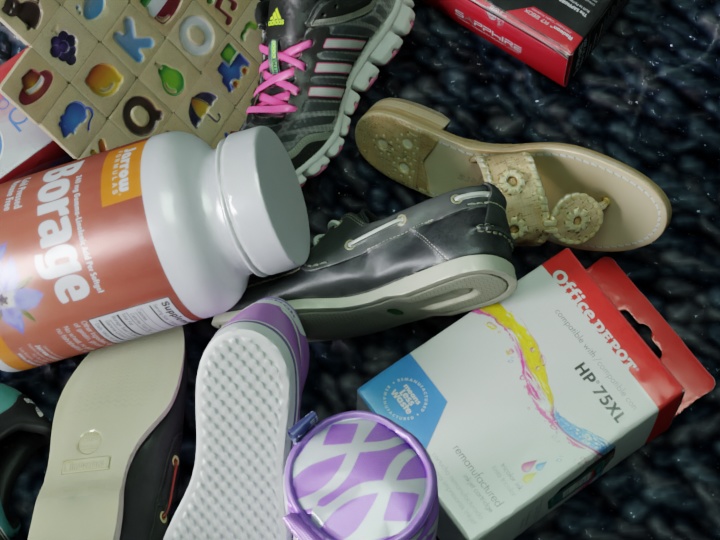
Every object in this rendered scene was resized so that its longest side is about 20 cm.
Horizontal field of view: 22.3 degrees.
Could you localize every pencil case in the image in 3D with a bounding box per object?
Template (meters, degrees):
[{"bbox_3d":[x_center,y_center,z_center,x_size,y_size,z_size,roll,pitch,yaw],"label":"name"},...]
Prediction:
[{"bbox_3d":[-0.002,0.154,0.987,0.084,0.200,0.086,34,65,21],"label":"pencil case"}]

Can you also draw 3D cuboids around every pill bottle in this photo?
[{"bbox_3d":[-0.136,-0.017,1.079,0.199,0.112,0.113,-16,66,14],"label":"pill bottle"}]

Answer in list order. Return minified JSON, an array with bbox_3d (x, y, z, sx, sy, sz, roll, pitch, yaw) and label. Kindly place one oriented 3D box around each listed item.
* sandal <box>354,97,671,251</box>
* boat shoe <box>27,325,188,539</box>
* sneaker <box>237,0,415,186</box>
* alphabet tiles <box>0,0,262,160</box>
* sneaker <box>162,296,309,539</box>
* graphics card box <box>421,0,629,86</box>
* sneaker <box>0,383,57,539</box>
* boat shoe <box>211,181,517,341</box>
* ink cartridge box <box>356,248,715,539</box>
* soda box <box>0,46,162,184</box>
[{"bbox_3d":[0.080,-0.041,1.124,0.211,0.078,0.070,21,47,23],"label":"sandal"},{"bbox_3d":[-0.143,0.116,1.080,0.073,0.063,0.202,-3,51,19],"label":"boat shoe"},{"bbox_3d":[-0.040,-0.131,1.158,0.073,0.088,0.200,4,52,44],"label":"sneaker"},{"bbox_3d":[-0.132,-0.133,1.144,0.200,0.006,0.167,44,67,-29],"label":"alphabet tiles"},{"bbox_3d":[-0.064,0.114,1.066,0.072,0.114,0.202,14,105,2],"label":"sneaker"},{"bbox_3d":[0.141,-0.234,1.236,0.125,0.051,0.200,32,71,14],"label":"graphics card box"},{"bbox_3d":[-0.247,0.153,1.056,0.079,0.071,0.201,21,66,14],"label":"sneaker"},{"bbox_3d":[0.000,0.000,1.096,0.199,0.072,0.068,-15,68,26],"label":"boat shoe"},{"bbox_3d":[0.109,0.071,1.092,0.199,0.067,0.116,-34,70,-14],"label":"ink cartridge box"},{"bbox_3d":[-0.219,-0.084,1.165,0.200,0.063,0.070,-39,71,-15],"label":"soda box"}]
